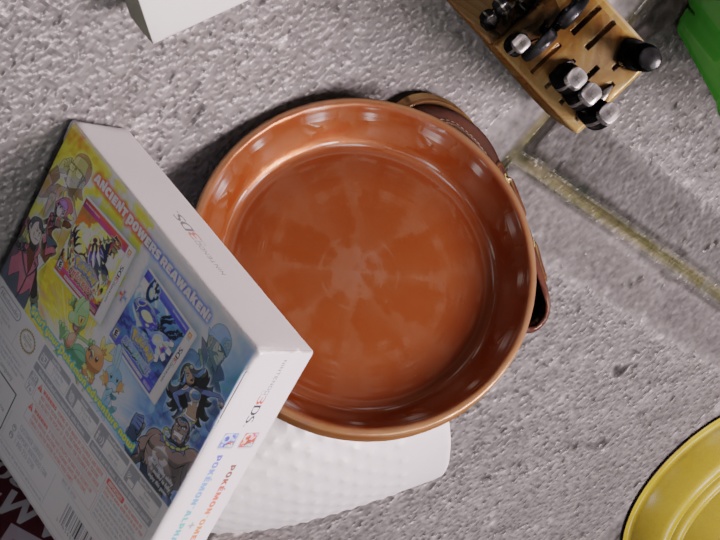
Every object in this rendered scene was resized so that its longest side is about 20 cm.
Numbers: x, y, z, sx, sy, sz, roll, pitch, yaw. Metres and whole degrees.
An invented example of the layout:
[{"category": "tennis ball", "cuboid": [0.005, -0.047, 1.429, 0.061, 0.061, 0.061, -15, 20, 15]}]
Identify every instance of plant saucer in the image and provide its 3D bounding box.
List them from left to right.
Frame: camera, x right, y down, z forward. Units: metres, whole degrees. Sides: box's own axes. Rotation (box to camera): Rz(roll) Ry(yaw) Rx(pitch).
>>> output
[{"category": "plant saucer", "cuboid": [0.000, 0.000, 1.198, 0.200, 0.201, 0.032, -25, 167, -17]}]

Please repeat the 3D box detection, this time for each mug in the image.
[{"category": "mug", "cuboid": [-0.056, 0.096, 1.277, 0.174, 0.148, 0.200, -17, 147, -16]}]

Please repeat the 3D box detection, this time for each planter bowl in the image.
[{"category": "planter bowl", "cuboid": [0.319, 0.207, 1.727, 0.200, 0.084, 0.201, -21, 138, -21]}]

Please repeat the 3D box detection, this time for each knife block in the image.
[{"category": "knife block", "cuboid": [0.126, -0.115, 1.189, 0.064, 0.176, 0.200, -42, 142, 5]}]

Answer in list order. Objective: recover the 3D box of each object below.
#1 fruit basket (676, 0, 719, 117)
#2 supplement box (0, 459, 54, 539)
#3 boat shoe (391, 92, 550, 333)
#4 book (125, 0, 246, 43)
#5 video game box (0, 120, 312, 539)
[{"category": "fruit basket", "cuboid": [0.322, -0.132, 1.313, 0.215, 0.216, 0.156, -9, 133, -32]}, {"category": "supplement box", "cuboid": [-0.172, 0.185, 1.259, 0.061, 0.108, 0.200, -58, 157, -18]}, {"category": "boat shoe", "cuboid": [0.072, -0.032, 1.312, 0.070, 0.070, 0.200, -38, 140, 0]}, {"category": "book", "cuboid": [-0.041, -0.216, 1.069, 0.199, 0.048, 0.134, -28, 136, -12]}, {"category": "video game box", "cuboid": [-0.130, 0.051, 1.126, 0.047, 0.200, 0.183, 1, 127, -44]}]
